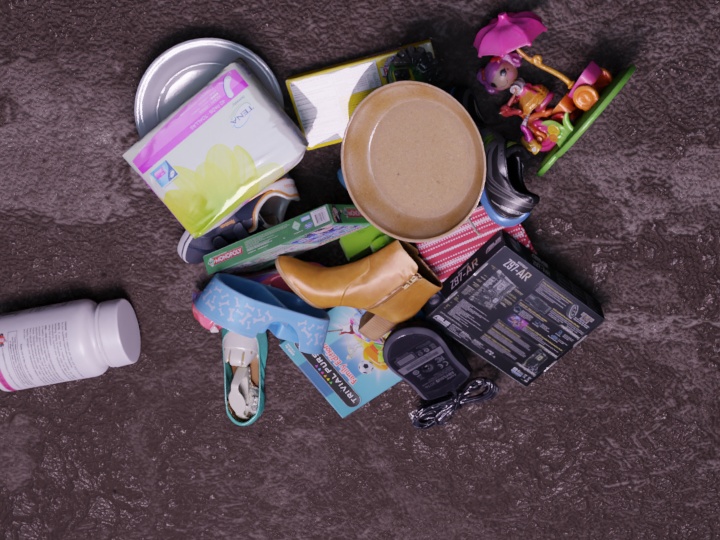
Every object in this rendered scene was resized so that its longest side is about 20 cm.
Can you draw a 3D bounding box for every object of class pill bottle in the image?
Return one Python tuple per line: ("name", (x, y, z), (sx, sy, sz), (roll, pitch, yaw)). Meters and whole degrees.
("pill bottle", (-0.427, 0.104, 1.748), (0.199, 0.113, 0.114), (-10, 112, 8))

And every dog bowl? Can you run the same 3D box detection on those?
("dog bowl", (-0.126, 0.055, 1.634), (0.200, 0.111, 0.050), (19, 102, -36))

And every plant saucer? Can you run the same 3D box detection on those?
("plant saucer", (0.070, -0.136, 1.509), (0.200, 0.035, 0.201), (8, 106, 28))

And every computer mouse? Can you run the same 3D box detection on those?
("computer mouse", (0.095, 0.133, 1.715), (0.138, 0.053, 0.200), (-27, 129, 14))

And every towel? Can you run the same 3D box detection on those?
("towel", (0.175, -0.004, 1.691), (0.144, 0.023, 0.200), (-24, 123, 13))

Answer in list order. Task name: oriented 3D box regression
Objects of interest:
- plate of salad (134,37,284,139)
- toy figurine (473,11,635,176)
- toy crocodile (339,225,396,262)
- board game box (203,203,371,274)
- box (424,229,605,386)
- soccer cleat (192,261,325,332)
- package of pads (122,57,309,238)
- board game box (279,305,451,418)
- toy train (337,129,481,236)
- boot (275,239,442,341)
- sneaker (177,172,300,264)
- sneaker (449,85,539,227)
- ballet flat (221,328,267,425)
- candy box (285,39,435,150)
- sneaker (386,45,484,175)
("plate of salad", (-0.202, -0.215, 1.634), (0.200, 0.048, 0.201), (-3, 113, -7))
("toy figurine", (0.222, -0.246, 1.572), (0.184, 0.150, 0.200), (40, 135, 1))
("toy crocodile", (0.056, -0.076, 1.673), (0.200, 0.062, 0.068), (-37, 67, 19))
("board game box", (-0.095, -0.042, 1.636), (0.200, 0.135, 0.029), (-21, 84, 24))
("box", (0.214, 0.056, 1.694), (0.200, 0.044, 0.160), (34, 117, -22))
("soccer cleat", (-0.144, 0.024, 1.723), (0.200, 0.077, 0.067), (-22, 131, -8))
("package of pads", (-0.184, -0.155, 1.585), (0.200, 0.068, 0.155), (-39, 100, 10))
("board game box", (0.008, 0.100, 1.755), (0.200, 0.047, 0.151), (-35, 107, 16))
("toy train", (0.060, -0.093, 1.602), (0.116, 0.085, 0.200), (-42, 79, 35))
("boot", (0.000, 0.001, 1.649), (0.201, 0.071, 0.144), (34, 118, -20))
("sneaker", (-0.167, -0.064, 1.668), (0.200, 0.078, 0.079), (-44, 69, 19))
("sneaker", (0.176, -0.156, 1.588), (0.083, 0.071, 0.200), (-33, 75, 33))
("ballet flat", (-0.170, 0.139, 1.770), (0.067, 0.070, 0.201), (1, 113, 7))
("candy box", (0.009, -0.234, 1.623), (0.200, 0.026, 0.102), (-13, 111, 8))
("sneaker", (0.097, -0.190, 1.566), (0.078, 0.085, 0.200), (-24, 90, -12))
